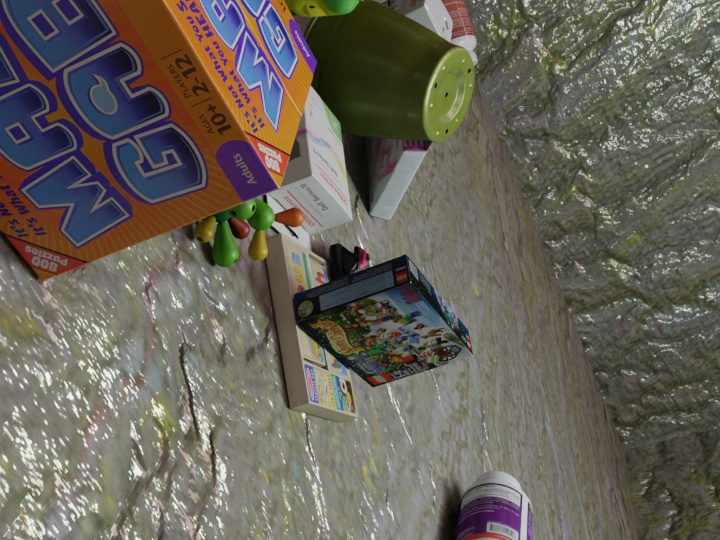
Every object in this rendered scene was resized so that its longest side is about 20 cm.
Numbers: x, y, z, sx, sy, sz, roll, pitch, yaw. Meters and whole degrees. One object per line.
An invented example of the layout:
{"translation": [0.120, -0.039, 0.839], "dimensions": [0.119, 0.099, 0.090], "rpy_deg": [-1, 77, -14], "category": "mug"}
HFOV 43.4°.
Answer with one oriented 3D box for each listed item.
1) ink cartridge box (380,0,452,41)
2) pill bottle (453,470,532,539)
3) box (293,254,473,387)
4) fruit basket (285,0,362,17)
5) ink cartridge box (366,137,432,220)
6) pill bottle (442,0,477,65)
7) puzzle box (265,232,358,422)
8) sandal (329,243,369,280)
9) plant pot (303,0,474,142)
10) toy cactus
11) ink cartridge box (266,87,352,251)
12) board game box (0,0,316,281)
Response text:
{"translation": [0.037, -0.363, 1.431], "dimensions": [0.084, 0.199, 0.145], "rpy_deg": [58, 22, -25], "category": "ink cartridge box"}
{"translation": [0.192, 0.381, 1.311], "dimensions": [0.113, 0.112, 0.200], "rpy_deg": [66, 19, -16], "category": "pill bottle"}
{"translation": [0.031, 0.064, 1.034], "dimensions": [0.200, 0.136, 0.038], "rpy_deg": [46, 29, -51], "category": "box"}
{"translation": [-0.093, -0.376, 1.145], "dimensions": [0.216, 0.155, 0.216], "rpy_deg": [51, 15, -20], "category": "fruit basket"}
{"translation": [0.061, -0.217, 1.422], "dimensions": [0.043, 0.200, 0.197], "rpy_deg": [12, 47, -15], "category": "ink cartridge box"}
{"translation": [0.246, -0.640, 2.433], "dimensions": [0.112, 0.112, 0.201], "rpy_deg": [-2, 75, -71], "category": "pill bottle"}
{"translation": [-0.056, 0.068, 1.038], "dimensions": [0.133, 0.025, 0.201], "rpy_deg": [32, 43, -62], "category": "puzzle box"}
{"translation": [0.000, 0.000, 1.193], "dimensions": [0.200, 0.045, 0.075], "rpy_deg": [4, 74, -77], "category": "sandal"}
{"translation": [0.045, -0.263, 1.247], "dimensions": [0.200, 0.192, 0.201], "rpy_deg": [-39, 141, -41], "category": "plant pot"}
{"translation": [-0.126, -0.107, 0.866], "dimensions": [0.165, 0.102, 0.201], "rpy_deg": [-125, -155, -45], "category": "toy cactus"}
{"translation": [-0.066, -0.126, 1.124], "dimensions": [0.117, 0.067, 0.201], "rpy_deg": [45, 32, -54], "category": "ink cartridge box"}
{"translation": [-0.173, -0.154, 0.640], "dimensions": [0.200, 0.199, 0.200], "rpy_deg": [59, 22, -31], "category": "board game box"}
